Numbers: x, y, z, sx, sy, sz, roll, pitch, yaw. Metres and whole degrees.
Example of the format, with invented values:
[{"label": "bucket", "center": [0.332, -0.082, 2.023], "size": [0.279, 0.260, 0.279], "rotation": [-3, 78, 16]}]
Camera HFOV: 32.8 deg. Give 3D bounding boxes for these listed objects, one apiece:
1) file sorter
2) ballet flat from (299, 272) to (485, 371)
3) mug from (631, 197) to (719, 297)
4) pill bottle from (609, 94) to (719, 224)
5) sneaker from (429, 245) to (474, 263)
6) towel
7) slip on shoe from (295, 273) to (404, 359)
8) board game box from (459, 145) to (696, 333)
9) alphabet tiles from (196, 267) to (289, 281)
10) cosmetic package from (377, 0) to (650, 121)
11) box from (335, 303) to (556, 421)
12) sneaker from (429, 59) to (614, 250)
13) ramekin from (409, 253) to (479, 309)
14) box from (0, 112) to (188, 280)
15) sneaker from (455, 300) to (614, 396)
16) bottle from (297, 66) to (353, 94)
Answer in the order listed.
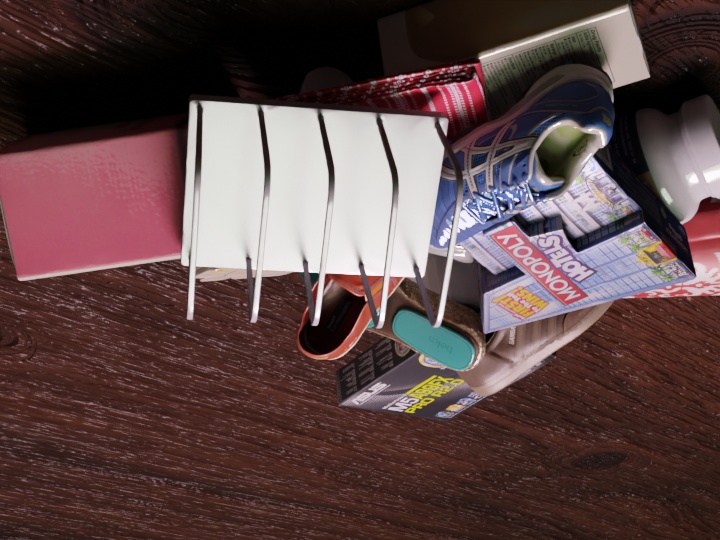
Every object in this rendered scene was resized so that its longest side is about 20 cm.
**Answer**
[{"label": "file sorter", "center": [-0.031, -0.038, 0.916], "size": [0.199, 0.125, 0.140], "rotation": [3, 118, -10]}, {"label": "ballet flat", "center": [0.033, 0.030, 1.186], "size": [0.199, 0.065, 0.071], "rotation": [32, 121, 5]}, {"label": "mug", "center": [0.333, -0.045, 1.258], "size": [0.199, 0.134, 0.178], "rotation": [-5, 147, 5]}, {"label": "pill bottle", "center": [0.250, -0.085, 1.162], "size": [0.199, 0.116, 0.116], "rotation": [-22, 149, 25]}, {"label": "sneaker", "center": [0.113, -0.075, 1.148], "size": [0.199, 0.081, 0.147], "rotation": [-10, 134, 24]}, {"label": "towel", "center": [0.009, -0.108, 1.006], "size": [0.199, 0.023, 0.145], "rotation": [-11, 153, 7]}, {"label": "slip on shoe", "center": [0.000, 0.000, 1.120], "size": [0.201, 0.074, 0.061], "rotation": [-60, 171, 17]}, {"label": "board game box", "center": [0.162, -0.024, 1.093], "size": [0.199, 0.062, 0.200], "rotation": [-27, 137, 29]}, {"label": "alphabet tiles", "center": [-0.069, -0.012, 1.256], "size": [0.199, 0.015, 0.195], "rotation": [-4, 169, -41]}, {"label": "cosmetic package", "center": [0.124, -0.181, 0.995], "size": [0.199, 0.071, 0.105], "rotation": [-15, 151, 15]}, {"label": "box", "center": [0.091, 0.104, 1.347], "size": [0.160, 0.045, 0.200], "rotation": [12, 147, -33]}, {"label": "sneaker", "center": [0.117, -0.081, 0.966], "size": [0.076, 0.077, 0.200], "rotation": [33, 121, -25]}, {"label": "ramekin", "center": [0.111, 0.027, 1.360], "size": [0.199, 0.098, 0.201], "rotation": [-5, 152, -3]}, {"label": "box", "center": [-0.191, -0.069, 1.039], "size": [0.199, 0.110, 0.128], "rotation": [-8, -167, 1]}, {"label": "sneaker", "center": [0.171, 0.039, 1.204], "size": [0.200, 0.070, 0.076], "rotation": [-41, 104, 8]}, {"label": "bottle", "center": [-0.049, -0.104, 1.105], "size": [0.083, 0.066, 0.200], "rotation": [2, 151, -16]}]
